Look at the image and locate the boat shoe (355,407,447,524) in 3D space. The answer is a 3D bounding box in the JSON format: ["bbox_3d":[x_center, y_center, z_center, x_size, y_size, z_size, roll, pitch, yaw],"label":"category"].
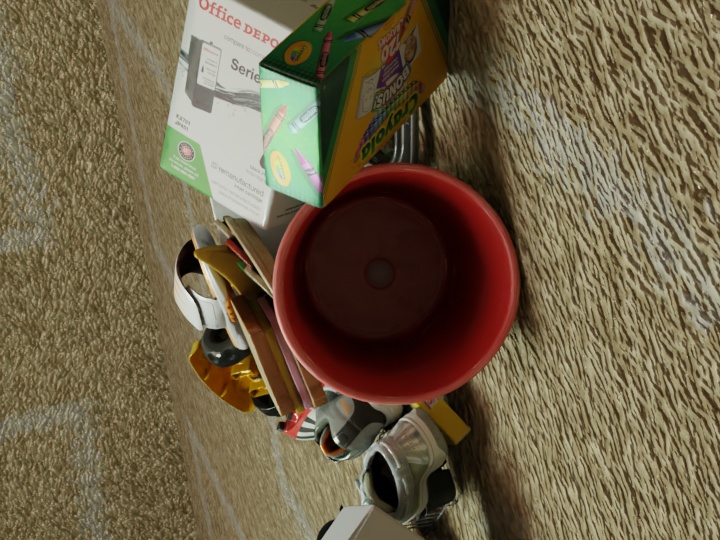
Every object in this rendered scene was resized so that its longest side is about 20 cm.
[{"bbox_3d":[0.028,0.198,1.573,0.075,0.065,0.202,55,154,16],"label":"boat shoe"}]

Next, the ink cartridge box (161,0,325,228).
[{"bbox_3d":[-0.096,-0.164,1.534,0.146,0.083,0.201,30,122,28],"label":"ink cartridge box"}]

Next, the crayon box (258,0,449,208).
[{"bbox_3d":[-0.002,-0.157,1.293,0.058,0.200,0.119,22,138,22],"label":"crayon box"}]

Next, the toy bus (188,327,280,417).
[{"bbox_3d":[-0.077,0.052,1.903,0.136,0.199,0.193,50,-143,-37],"label":"toy bus"}]

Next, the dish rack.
[{"bbox_3d":[0.046,0.202,1.738,0.200,0.054,0.154,109,146,-66],"label":"dish rack"}]

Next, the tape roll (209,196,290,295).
[{"bbox_3d":[-0.088,-0.086,1.741,0.203,0.138,0.204,166,90,-87],"label":"tape roll"}]

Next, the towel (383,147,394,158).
[{"bbox_3d":[0.051,-0.002,1.582,0.153,0.023,0.201,109,145,-64],"label":"towel"}]

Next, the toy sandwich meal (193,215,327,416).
[{"bbox_3d":[-0.096,0.042,1.586,0.206,0.070,0.205,58,175,8],"label":"toy sandwich meal"}]

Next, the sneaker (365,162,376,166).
[{"bbox_3d":[0.000,0.000,1.548,0.075,0.086,0.201,39,149,56],"label":"sneaker"}]

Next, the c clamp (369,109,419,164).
[{"bbox_3d":[0.017,-0.180,1.512,0.171,0.027,0.201,25,121,60],"label":"c clamp"}]

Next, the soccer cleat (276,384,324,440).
[{"bbox_3d":[-0.024,0.146,1.791,0.200,0.085,0.069,142,137,-60],"label":"soccer cleat"}]

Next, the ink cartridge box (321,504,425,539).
[{"bbox_3d":[0.055,0.303,1.519,0.200,0.083,0.147,35,166,-5],"label":"ink cartridge box"}]

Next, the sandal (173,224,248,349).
[{"bbox_3d":[-0.162,0.033,1.721,0.207,0.059,0.079,76,177,-59],"label":"sandal"}]

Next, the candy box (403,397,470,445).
[{"bbox_3d":[0.020,0.090,1.574,0.200,0.026,0.102,45,169,1],"label":"candy box"}]

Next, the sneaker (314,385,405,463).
[{"bbox_3d":[-0.019,0.152,1.621,0.074,0.079,0.200,40,164,1],"label":"sneaker"}]

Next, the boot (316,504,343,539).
[{"bbox_3d":[0.045,0.321,1.778,0.198,0.074,0.162,27,179,14],"label":"boot"}]

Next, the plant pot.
[{"bbox_3d":[0.022,0.005,1.394,0.177,0.199,0.202,-143,40,-83],"label":"plant pot"}]
